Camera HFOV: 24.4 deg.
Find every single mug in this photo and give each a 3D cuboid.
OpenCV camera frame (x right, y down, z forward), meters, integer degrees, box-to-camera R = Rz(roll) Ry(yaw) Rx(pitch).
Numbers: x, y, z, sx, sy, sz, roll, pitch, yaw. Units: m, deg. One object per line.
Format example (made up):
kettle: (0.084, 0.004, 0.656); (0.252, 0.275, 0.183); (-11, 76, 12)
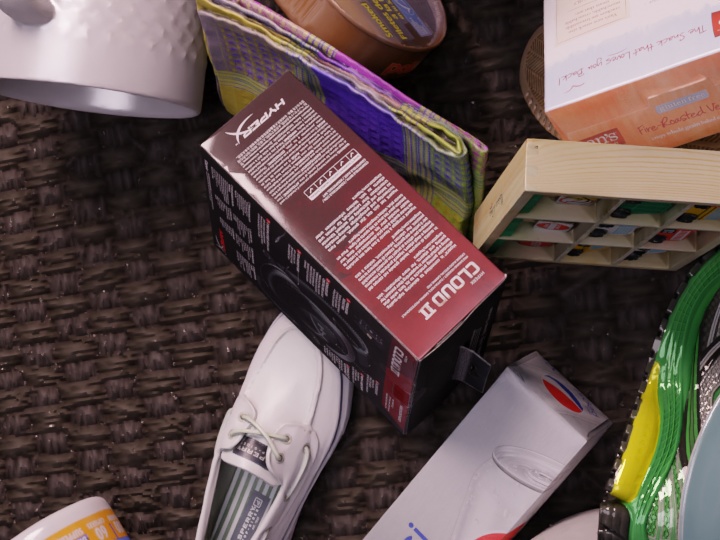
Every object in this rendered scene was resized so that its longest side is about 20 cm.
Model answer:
mug: (-0.172, -0.197, 1.030); (0.147, 0.200, 0.176); (6, 88, 21)

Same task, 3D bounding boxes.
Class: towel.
towel: (-0.013, -0.088, 1.011); (0.199, 0.144, 0.023); (33, 71, 14)

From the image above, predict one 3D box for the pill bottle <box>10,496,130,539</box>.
pill bottle: (-0.169, 0.263, 1.117); (0.112, 0.112, 0.200); (-37, 80, 22)

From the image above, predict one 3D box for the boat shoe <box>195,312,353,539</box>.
boat shoe: (-0.057, 0.119, 1.080); (0.073, 0.067, 0.201); (18, 101, 21)

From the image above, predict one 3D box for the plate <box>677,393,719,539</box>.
plate: (0.250, 0.122, 0.888); (0.026, 0.199, 0.201); (17, 104, 57)

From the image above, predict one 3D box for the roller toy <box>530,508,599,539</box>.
roller toy: (0.144, 0.241, 0.964); (0.181, 0.140, 0.201); (-7, 93, 24)

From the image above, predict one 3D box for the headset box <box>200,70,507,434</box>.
headset box: (0.000, 0.000, 0.994); (0.200, 0.149, 0.077); (43, 74, 14)

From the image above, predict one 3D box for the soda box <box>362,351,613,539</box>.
soda box: (0.064, 0.148, 1.032); (0.068, 0.063, 0.200); (43, 109, 14)

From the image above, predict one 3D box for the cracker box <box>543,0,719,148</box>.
cracker box: (0.169, -0.156, 0.899); (0.133, 0.058, 0.201); (-17, 43, 24)

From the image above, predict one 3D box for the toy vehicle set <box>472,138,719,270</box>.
toy vehicle set: (0.133, -0.032, 0.894); (0.123, 0.200, 0.027); (4, 81, -2)

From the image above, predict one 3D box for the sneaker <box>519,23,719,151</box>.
sneaker: (0.186, -0.090, 0.965); (0.200, 0.112, 0.072); (35, 111, 49)

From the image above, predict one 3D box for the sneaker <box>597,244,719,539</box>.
sneaker: (0.198, 0.074, 0.935); (0.085, 0.078, 0.201); (17, 69, 11)

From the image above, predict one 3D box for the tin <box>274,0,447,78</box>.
tin: (-0.029, -0.199, 1.014); (0.042, 0.112, 0.200); (-44, 77, 31)
